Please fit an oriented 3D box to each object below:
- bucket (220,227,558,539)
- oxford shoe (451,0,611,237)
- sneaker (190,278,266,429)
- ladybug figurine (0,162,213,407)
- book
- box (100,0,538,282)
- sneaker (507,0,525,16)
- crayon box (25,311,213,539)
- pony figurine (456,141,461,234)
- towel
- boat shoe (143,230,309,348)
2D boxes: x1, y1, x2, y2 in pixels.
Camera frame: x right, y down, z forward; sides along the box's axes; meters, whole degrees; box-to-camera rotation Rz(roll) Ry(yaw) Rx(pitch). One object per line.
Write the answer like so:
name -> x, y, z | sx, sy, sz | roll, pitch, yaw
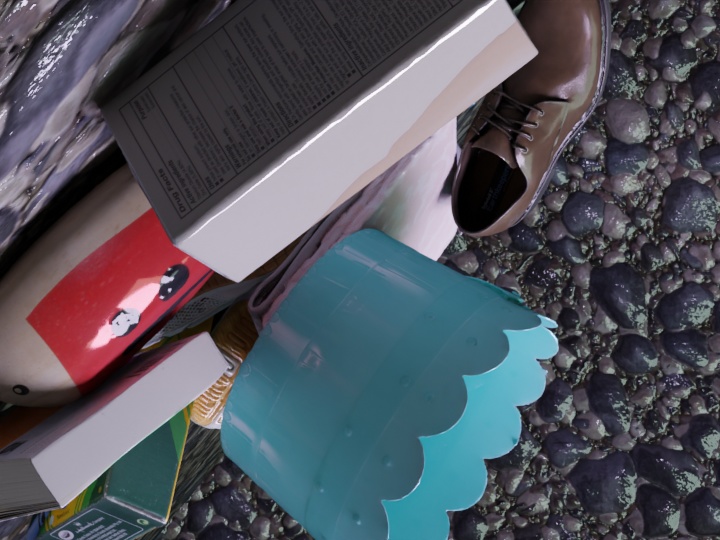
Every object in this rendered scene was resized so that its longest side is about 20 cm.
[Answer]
bucket -> 0.017, 0.083, 1.005 | 0.207, 0.134, 0.208 | -47, 160, -24
oxford shoe -> 0.113, -0.107, 1.064 | 0.084, 0.072, 0.202 | -37, 148, -58
sneaker -> -0.082, 0.022, 1.157 | 0.087, 0.076, 0.201 | 5, -119, 47
ladybug figurine -> -0.141, 0.005, 0.908 | 0.200, 0.072, 0.136 | -45, 174, -11
book -> -0.180, 0.095, 0.960 | 0.133, 0.048, 0.199 | -38, -169, -33
box -> -0.021, -0.095, 0.799 | 0.199, 0.095, 0.078 | -36, 155, 9
sneaker -> 0.096, -0.201, 1.110 | 0.073, 0.082, 0.200 | -49, 149, 6
crayon box -> -0.162, 0.090, 1.101 | 0.125, 0.051, 0.202 | -34, -143, 48
pony figurine -> 0.036, -0.136, 1.207 | 0.194, 0.165, 0.201 | 111, 4, -59
towel -> 0.000, 0.000, 1.089 | 0.200, 0.032, 0.192 | -50, 160, -18
boat shoe -> -0.112, -0.002, 1.031 | 0.199, 0.071, 0.069 | -29, 169, -20
